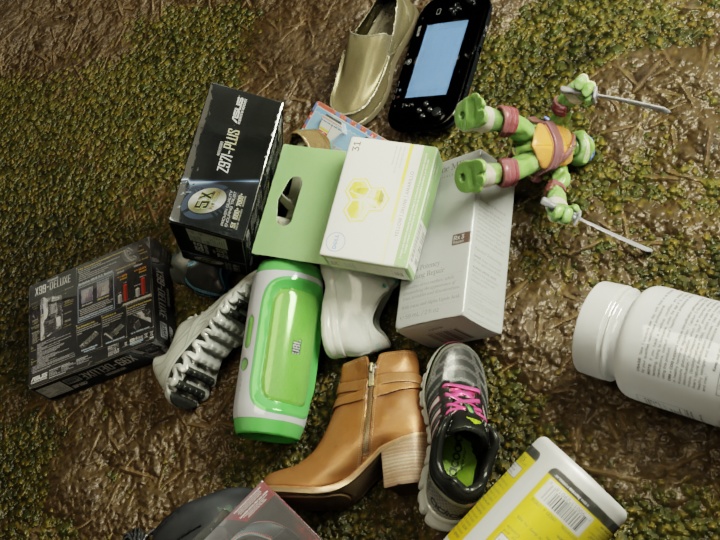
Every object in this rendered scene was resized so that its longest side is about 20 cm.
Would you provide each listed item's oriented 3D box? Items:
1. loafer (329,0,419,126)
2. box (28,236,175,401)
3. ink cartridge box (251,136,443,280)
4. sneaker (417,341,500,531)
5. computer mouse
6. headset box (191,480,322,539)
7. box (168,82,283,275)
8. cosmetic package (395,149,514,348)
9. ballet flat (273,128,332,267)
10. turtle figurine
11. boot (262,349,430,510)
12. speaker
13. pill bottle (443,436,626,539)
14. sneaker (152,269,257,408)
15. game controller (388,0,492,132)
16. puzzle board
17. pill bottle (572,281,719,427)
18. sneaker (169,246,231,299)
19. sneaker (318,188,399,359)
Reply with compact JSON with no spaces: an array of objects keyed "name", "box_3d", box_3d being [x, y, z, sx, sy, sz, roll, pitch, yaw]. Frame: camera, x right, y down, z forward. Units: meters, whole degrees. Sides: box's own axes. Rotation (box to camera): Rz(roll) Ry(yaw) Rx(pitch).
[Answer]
[{"name":"loafer","box_3d":[0.008,-0.275,1.384,0.076,0.067,0.200,12,72,32]},{"name":"box","box_3d":[-0.340,0.063,1.405,0.200,0.050,0.158,-22,57,16]},{"name":"ink cartridge box","box_3d":[-0.020,-0.076,1.198,0.200,0.048,0.146,10,73,18]},{"name":"sneaker","box_3d":[0.103,0.156,1.083,0.074,0.087,0.200,15,59,-11]},{"name":"computer mouse","box_3d":[-0.187,0.308,1.197,0.200,0.053,0.139,-32,54,10]},{"name":"headset box","box_3d":[-0.089,0.319,1.057,0.149,0.075,0.200,-44,61,-12]},{"name":"box","box_3d":[-0.150,-0.099,1.239,0.086,0.200,0.164,16,79,-1]},{"name":"cosmetic package","box_3d":[0.106,-0.023,1.187,0.102,0.074,0.200,-16,58,42]},{"name":"ballet flat","box_3d":[-0.081,-0.078,1.300,0.068,0.072,0.200,7,84,36]},{"name":"turtle figurine","box_3d":[0.205,-0.128,1.122,0.200,0.194,0.144,52,134,43]},{"name":"boot","box_3d":[-0.019,0.171,1.163,0.200,0.077,0.156,-15,60,19]},{"name":"speaker","box_3d":[-0.093,0.092,1.229,0.088,0.088,0.200,-2,71,27]},{"name":"pill bottle","box_3d":[0.144,0.263,1.010,0.200,0.111,0.111,-46,54,-1]},{"name":"sneaker","box_3d":[-0.178,0.070,1.308,0.200,0.075,0.081,-48,45,-2]},{"name":"game controller","box_3d":[0.099,-0.260,1.345,0.104,0.042,0.200,6,68,30]},{"name":"puzzle board","box_3d":[-0.026,-0.106,1.323,0.200,0.017,0.151,35,101,36]},{"name":"pill bottle","box_3d":[0.310,0.079,1.016,0.200,0.113,0.114,17,74,33]},{"name":"sneaker","box_3d":[-0.158,-0.056,1.369,0.082,0.073,0.200,27,85,19]},{"name":"sneaker","box_3d":[0.000,0.000,1.243,0.088,0.075,0.200,-6,81,13]}]
